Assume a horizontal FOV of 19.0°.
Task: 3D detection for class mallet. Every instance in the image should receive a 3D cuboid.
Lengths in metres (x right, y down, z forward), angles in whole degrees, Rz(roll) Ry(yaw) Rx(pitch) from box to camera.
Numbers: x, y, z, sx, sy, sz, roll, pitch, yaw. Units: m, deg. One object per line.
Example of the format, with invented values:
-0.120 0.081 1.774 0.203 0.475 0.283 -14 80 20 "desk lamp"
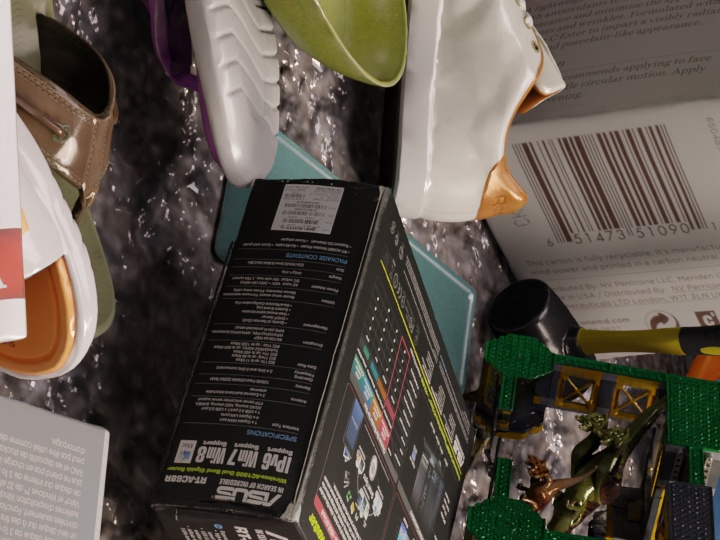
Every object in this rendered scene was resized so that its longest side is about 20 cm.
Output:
0.161 0.042 1.088 0.041 0.198 0.066 -64 141 -32 "mallet"

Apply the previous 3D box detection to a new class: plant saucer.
-0.029 -0.173 0.936 0.200 0.031 0.202 -17 90 -74 "plant saucer"
0.000 0.000 1.008 0.200 0.019 0.071 38 54 -50 "plant saucer"

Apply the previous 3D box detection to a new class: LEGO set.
0.108 0.133 1.042 0.201 0.152 0.117 -92 -172 -57 "LEGO set"

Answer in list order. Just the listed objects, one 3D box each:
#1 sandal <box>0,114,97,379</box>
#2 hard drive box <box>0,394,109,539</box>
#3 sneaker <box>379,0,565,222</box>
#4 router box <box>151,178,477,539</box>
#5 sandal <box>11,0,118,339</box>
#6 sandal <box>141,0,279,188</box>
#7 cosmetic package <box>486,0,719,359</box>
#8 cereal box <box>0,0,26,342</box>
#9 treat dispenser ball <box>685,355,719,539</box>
-0.161 -0.049 0.719 0.059 0.079 0.208 -38 108 -51 "sandal"
-0.161 0.139 0.607 0.077 0.155 0.202 26 64 -54 "hard drive box"
0.058 -0.122 1.042 0.073 0.084 0.202 158 -63 -82 "sneaker"
-0.012 0.081 0.887 0.201 0.061 0.151 69 31 -53 "router box"
-0.124 -0.070 0.788 0.080 0.057 0.203 -17 99 -57 "sandal"
-0.072 -0.127 0.893 0.082 0.049 0.205 33 45 -68 "sandal"
0.174 -0.082 1.157 0.166 0.164 0.201 61 41 -32 "cosmetic package"
-0.175 -0.070 0.639 0.143 0.039 0.202 -8 103 -27 "cereal box"
0.278 0.109 1.255 0.200 0.199 0.203 14 73 -55 "treat dispenser ball"
